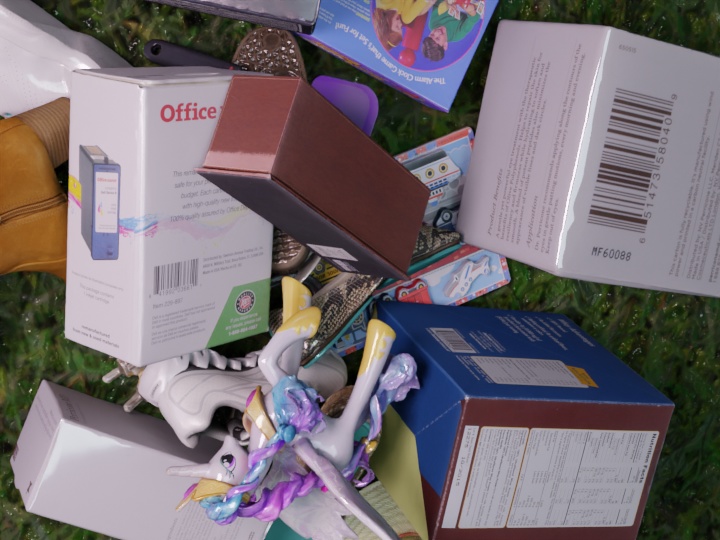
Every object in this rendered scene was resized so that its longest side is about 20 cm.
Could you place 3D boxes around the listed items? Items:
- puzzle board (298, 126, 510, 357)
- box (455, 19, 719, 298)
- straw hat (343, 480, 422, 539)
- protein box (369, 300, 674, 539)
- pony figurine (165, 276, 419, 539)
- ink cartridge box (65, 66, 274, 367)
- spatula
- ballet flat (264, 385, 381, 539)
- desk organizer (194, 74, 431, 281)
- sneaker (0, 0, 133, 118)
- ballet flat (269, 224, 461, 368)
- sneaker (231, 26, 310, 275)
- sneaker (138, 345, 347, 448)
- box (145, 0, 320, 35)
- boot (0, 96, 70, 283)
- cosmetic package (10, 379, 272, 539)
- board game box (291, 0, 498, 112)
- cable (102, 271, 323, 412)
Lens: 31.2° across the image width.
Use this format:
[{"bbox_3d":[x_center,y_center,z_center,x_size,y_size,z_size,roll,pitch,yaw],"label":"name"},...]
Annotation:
[{"bbox_3d":[0.033,-0.022,1.148,0.198,0.017,0.153,-23,110,-16],"label":"puzzle board"},{"bbox_3d":[0.216,-0.096,1.112,0.197,0.171,0.202,8,97,-29],"label":"box"},{"bbox_3d":[0.045,0.296,1.187,0.198,0.085,0.205,-5,104,-21],"label":"straw hat"},{"bbox_3d":[0.122,0.129,1.109,0.197,0.199,0.137,5,109,-24],"label":"protein box"},{"bbox_3d":[-0.032,0.134,0.984,0.192,0.166,0.202,37,66,-19],"label":"pony figurine"},{"bbox_3d":[-0.138,-0.048,0.961,0.144,0.087,0.203,-14,114,-50],"label":"ink cartridge box"},{"bbox_3d":[-0.081,-0.147,1.024,0.197,0.021,0.057,20,83,4],"label":"spatula"},{"bbox_3d":[-0.033,0.181,1.132,0.070,0.066,0.201,27,119,-9],"label":"ballet flat"},{"bbox_3d":[-0.028,-0.066,0.971,0.200,0.071,0.078,35,68,-52],"label":"desk organizer"},{"bbox_3d":[-0.234,-0.138,0.994,0.199,0.076,0.089,34,109,-28],"label":"sneaker"},{"bbox_3d":[0.000,0.000,1.090,0.199,0.068,0.076,-37,91,-24],"label":"ballet flat"},{"bbox_3d":[-0.074,-0.096,1.066,0.069,0.076,0.204,-2,82,0],"label":"sneaker"},{"bbox_3d":[-0.086,0.107,1.071,0.198,0.081,0.076,-2,131,-41],"label":"sneaker"},{"bbox_3d":[-0.117,-0.247,0.911,0.197,0.198,0.125,11,97,-4],"label":"box"},{"bbox_3d":[-0.252,-0.017,0.956,0.144,0.070,0.204,-42,138,-42],"label":"boot"},{"bbox_3d":[-0.177,0.169,1.055,0.198,0.113,0.082,25,92,-27],"label":"cosmetic package"},{"bbox_3d":[0.014,-0.238,1.075,0.198,0.045,0.136,25,92,-25],"label":"board game box"},{"bbox_3d":[-0.130,0.035,1.087,0.198,0.050,0.098,-26,97,-21],"label":"cable"}]
